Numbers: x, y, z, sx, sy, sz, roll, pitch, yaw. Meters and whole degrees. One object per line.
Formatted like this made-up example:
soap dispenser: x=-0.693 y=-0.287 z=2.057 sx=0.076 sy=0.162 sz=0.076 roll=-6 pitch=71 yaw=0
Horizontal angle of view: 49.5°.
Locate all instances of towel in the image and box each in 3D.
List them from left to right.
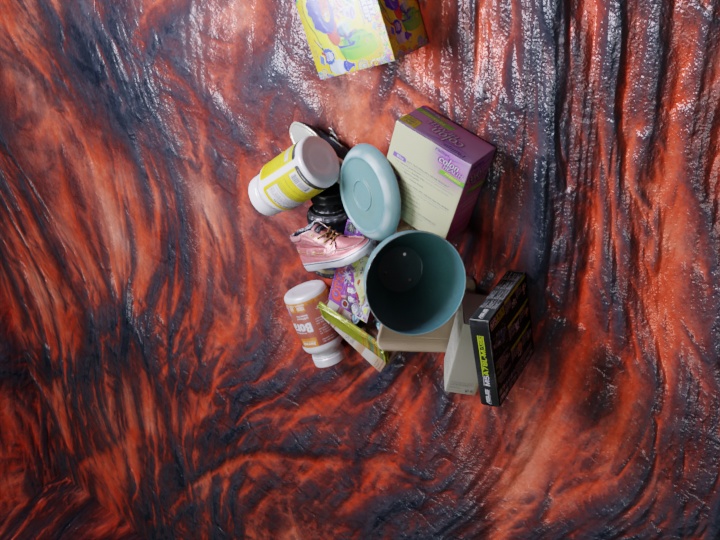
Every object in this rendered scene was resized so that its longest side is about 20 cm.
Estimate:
towel: x=-0.016 y=0.145 z=1.795 sx=0.199 sy=0.018 sz=0.086 roll=34 pitch=160 yaw=21

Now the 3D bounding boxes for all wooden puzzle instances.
wooden puzzle: x=0.138 y=0.090 z=1.685 sx=0.037 sy=0.183 sz=0.202 roll=-103 pitch=20 yaw=-52

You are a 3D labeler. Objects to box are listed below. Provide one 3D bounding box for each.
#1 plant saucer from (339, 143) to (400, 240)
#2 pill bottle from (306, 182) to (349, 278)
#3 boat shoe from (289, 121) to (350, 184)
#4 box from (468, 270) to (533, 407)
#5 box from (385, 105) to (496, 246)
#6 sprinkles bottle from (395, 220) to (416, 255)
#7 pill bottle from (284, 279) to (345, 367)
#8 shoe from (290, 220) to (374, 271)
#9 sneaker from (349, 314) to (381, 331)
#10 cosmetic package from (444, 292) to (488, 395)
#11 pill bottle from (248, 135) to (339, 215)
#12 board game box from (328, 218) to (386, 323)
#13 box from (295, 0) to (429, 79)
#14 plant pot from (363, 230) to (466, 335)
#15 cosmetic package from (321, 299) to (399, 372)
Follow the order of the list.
plant saucer: x=0.012 y=-0.156 z=1.588 sx=0.200 sy=0.027 sz=0.202 roll=33 pitch=132 yaw=47
pill bottle: x=-0.063 y=-0.093 z=1.766 sx=0.111 sy=0.112 sz=0.202 roll=18 pitch=127 yaw=33
boat shoe: x=-0.068 y=-0.259 z=1.698 sx=0.199 sy=0.062 sz=0.075 roll=37 pitch=133 yaw=15
box: x=0.280 y=0.131 z=1.531 sx=0.047 sy=0.200 sz=0.195 roll=3 pitch=120 yaw=33
box: x=0.142 y=-0.185 z=1.528 sx=0.175 sy=0.096 sz=0.201 roll=35 pitch=136 yaw=21
sprinkles bottle: x=0.084 y=-0.051 z=1.691 sx=0.068 sy=0.068 sz=0.200 roll=48 pitch=138 yaw=7
pill bottle: x=-0.108 y=0.136 z=1.956 sx=0.111 sy=0.112 sz=0.202 roll=-3 pitch=114 yaw=43
shoe: x=-0.066 y=-0.060 z=1.664 sx=0.199 sy=0.072 sz=0.092 roll=-12 pitch=116 yaw=43
sneaker: x=0.069 y=0.099 z=1.754 sx=0.198 sy=0.097 sz=0.079 roll=-3 pitch=153 yaw=29
cosmetic package: x=0.230 y=0.157 z=1.655 sx=0.072 sy=0.104 sz=0.201 roll=9 pitch=129 yaw=-2
pill bottle: x=-0.147 y=-0.197 z=1.672 sx=0.199 sy=0.114 sz=0.115 roll=-25 pitch=99 yaw=43
board game box: x=0.000 y=0.000 z=1.706 sx=0.120 sy=0.032 sz=0.202 roll=32 pitch=120 yaw=35
box: x=-0.004 y=-0.484 z=1.447 sx=0.191 sy=0.122 sz=0.202 roll=-2 pitch=115 yaw=42
plant pot: x=0.092 y=0.011 z=1.534 sx=0.135 sy=0.198 sz=0.202 roll=-132 pitch=20 yaw=-73
cosmetic package: x=0.015 y=0.129 z=1.858 sx=0.200 sy=0.087 sz=0.104 roll=42 pitch=139 yaw=14
